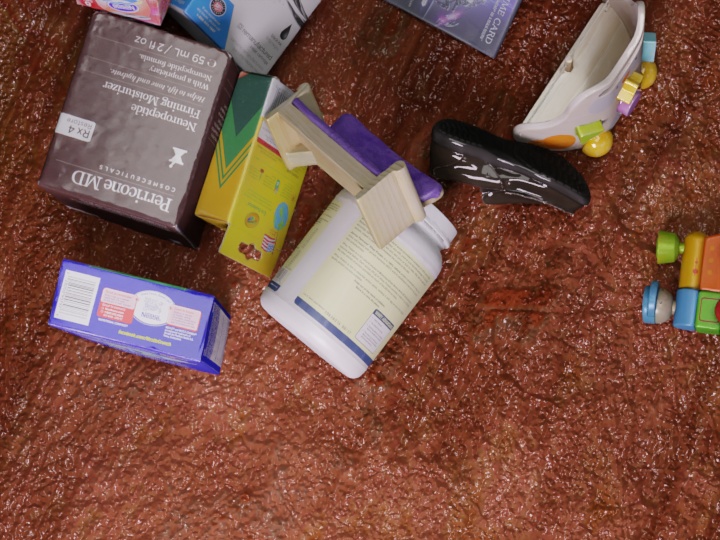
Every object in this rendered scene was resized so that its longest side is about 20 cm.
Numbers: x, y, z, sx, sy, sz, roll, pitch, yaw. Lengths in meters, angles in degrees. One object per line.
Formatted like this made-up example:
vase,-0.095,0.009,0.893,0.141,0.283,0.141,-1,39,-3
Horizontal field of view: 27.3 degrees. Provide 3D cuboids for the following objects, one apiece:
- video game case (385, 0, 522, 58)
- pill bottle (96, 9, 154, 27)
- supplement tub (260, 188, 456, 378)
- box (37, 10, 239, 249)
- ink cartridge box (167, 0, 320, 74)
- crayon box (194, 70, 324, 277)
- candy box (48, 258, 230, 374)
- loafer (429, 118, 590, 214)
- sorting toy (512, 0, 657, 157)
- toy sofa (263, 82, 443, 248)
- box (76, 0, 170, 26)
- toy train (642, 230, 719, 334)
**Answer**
video game case,0.095,-0.348,1.701,0.198,0.019,0.144,28,129,4
pill bottle,-0.305,-0.372,1.710,0.199,0.111,0.112,38,85,5
supplement tub,0.000,0.000,1.642,0.144,0.145,0.201,38,85,5
box,-0.237,-0.152,1.655,0.164,0.164,0.203,17,83,3
ink cartridge box,-0.118,-0.339,1.680,0.084,0.146,0.201,31,83,46
crayon box,-0.116,-0.106,1.663,0.050,0.127,0.203,14,82,27
candy box,-0.233,0.053,1.612,0.167,0.200,0.078,14,82,2
loafer,0.167,-0.108,1.699,0.198,0.073,0.072,22,120,0
sorting toy,0.270,-0.220,1.647,0.106,0.180,0.201,33,85,5
toy sofa,-0.007,-0.122,1.578,0.097,0.083,0.200,-38,47,-10
box,-0.233,-0.379,1.596,0.101,0.095,0.202,14,65,3
toy train,0.386,-0.028,1.677,0.114,0.085,0.203,6,83,15
